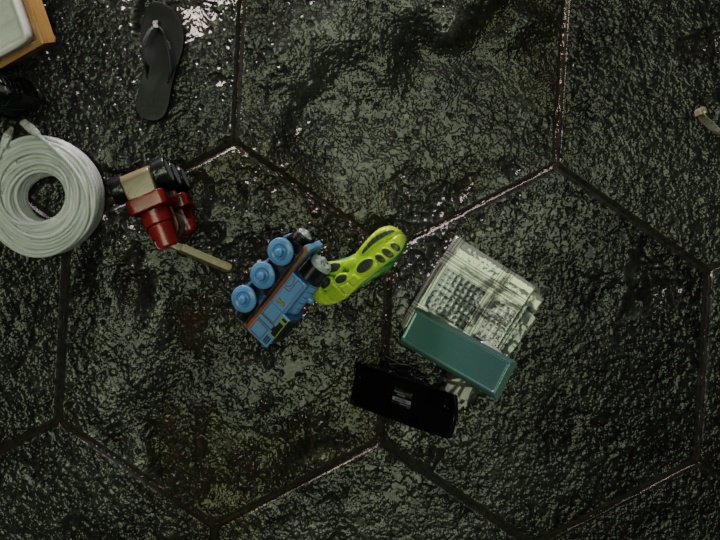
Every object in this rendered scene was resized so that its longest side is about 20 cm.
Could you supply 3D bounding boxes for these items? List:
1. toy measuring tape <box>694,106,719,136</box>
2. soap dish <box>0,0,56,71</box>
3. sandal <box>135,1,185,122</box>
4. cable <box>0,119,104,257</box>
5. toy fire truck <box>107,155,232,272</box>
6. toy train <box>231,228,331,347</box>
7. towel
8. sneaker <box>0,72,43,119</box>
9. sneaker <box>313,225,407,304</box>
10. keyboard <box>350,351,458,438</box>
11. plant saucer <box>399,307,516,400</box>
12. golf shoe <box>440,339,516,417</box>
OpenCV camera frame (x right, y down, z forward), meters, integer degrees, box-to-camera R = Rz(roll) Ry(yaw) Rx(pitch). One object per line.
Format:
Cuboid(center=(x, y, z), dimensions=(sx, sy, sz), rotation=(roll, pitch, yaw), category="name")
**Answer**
Cuboid(center=(0.669, -0.232, 1.259), dimensions=(0.199, 0.074, 0.074), rotation=(40, 90, -2), category="toy measuring tape")
Cuboid(center=(-0.599, -0.436, 1.208), dimensions=(0.155, 0.081, 0.203), rotation=(-18, 91, 21), category="soap dish")
Cuboid(center=(-0.344, -0.358, 1.251), dimensions=(0.075, 0.043, 0.204), rotation=(4, 91, -1), category="sandal")
Cuboid(center=(-0.537, -0.125, 1.240), dimensions=(0.198, 0.069, 0.202), rotation=(31, 91, -2), category="cable")
Cuboid(center=(-0.297, -0.073, 1.191), dimensions=(0.127, 0.176, 0.203), rotation=(-21, 92, -1), category="toy fire truck")
Cuboid(center=(-0.129, 0.027, 1.225), dimensions=(0.114, 0.087, 0.201), rotation=(42, 107, 5), category="toy train")
Cuboid(center=(0.197, 0.072, 1.272), dimensions=(0.199, 0.035, 0.194), rotation=(34, 90, -2), category="towel")
Cuboid(center=(-0.594, -0.284, 1.174), dimensions=(0.079, 0.200, 0.076), rotation=(-35, 83, 8), category="sneaker")
Cuboid(center=(0.000, 0.000, 1.247), dimensions=(0.198, 0.083, 0.075), rotation=(-31, 71, 18), category="sneaker")
Cuboid(center=(0.080, 0.206, 1.246), dimensions=(0.197, 0.039, 0.106), rotation=(15, 98, 27), category="keyboard")
Cuboid(center=(0.156, 0.134, 1.213), dimensions=(0.198, 0.019, 0.071), rotation=(29, 89, 26), category="plant saucer")
Cuboid(center=(0.167, 0.196, 1.250), dimensions=(0.199, 0.078, 0.095), rotation=(-37, 74, 18), category="golf shoe")
